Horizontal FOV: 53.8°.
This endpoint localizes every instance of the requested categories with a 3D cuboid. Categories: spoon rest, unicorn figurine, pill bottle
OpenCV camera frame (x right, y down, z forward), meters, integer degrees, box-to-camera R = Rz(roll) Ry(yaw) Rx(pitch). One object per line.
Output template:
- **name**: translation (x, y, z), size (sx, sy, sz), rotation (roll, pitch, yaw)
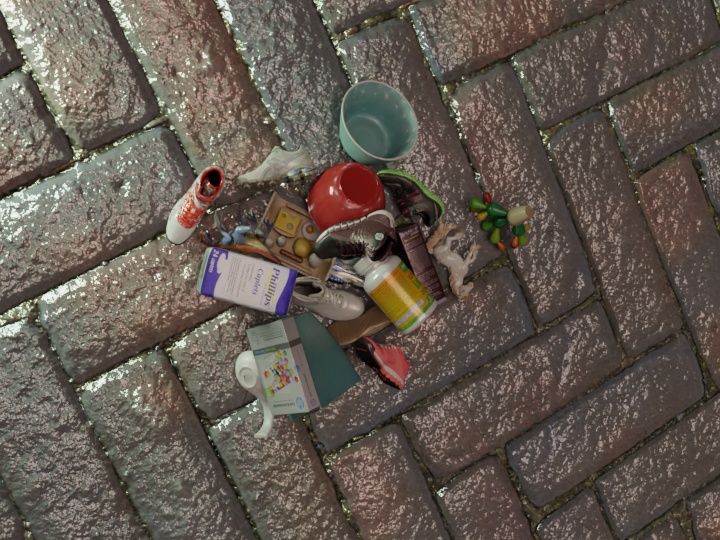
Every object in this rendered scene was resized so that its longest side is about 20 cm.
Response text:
- **spoon rest**: translation (-0.241, 0.285, 1.664), size (0.097, 0.060, 0.206), rotation (-6, 99, 26)
- **unicorn figurine**: translation (0.244, -0.023, 1.794), size (0.199, 0.074, 0.138), rotation (39, 92, 0)
- **pill bottle**: translation (0.076, 0.038, 1.642), size (0.111, 0.111, 0.201), rotation (-42, 93, -10)

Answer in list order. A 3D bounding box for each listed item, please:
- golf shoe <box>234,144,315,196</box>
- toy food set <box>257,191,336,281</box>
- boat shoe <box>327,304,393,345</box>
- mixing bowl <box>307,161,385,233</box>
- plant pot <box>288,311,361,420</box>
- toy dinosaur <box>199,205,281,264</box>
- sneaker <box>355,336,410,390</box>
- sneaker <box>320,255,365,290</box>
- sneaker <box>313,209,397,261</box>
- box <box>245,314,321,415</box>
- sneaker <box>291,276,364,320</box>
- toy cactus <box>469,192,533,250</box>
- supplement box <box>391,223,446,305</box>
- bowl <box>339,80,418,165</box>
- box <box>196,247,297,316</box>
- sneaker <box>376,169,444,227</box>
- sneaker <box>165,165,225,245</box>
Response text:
- **golf shoe**: translation (-0.205, -0.237, 1.658), size (0.195, 0.078, 0.100), rotation (-14, 78, -19)
- **toy food set**: translation (-0.141, -0.080, 1.656), size (0.196, 0.060, 0.146), rotation (25, 74, -8)
- **boat shoe**: translation (0.005, 0.141, 1.728), size (0.196, 0.065, 0.073), rotation (-26, 56, -2)
- **mixing bowl**: translation (-0.019, -0.175, 1.650), size (0.195, 0.109, 0.206), rotation (7, 67, -16)
- **plant pot**: translation (-0.126, 0.211, 1.642), size (0.140, 0.140, 0.203), rotation (-28, 88, -41)
- **toy dinosaur**: translation (-0.284, -0.068, 1.581), size (0.104, 0.180, 0.204), rotation (8, 56, -47)
- **sneaker**: translation (0.058, 0.206, 1.732), size (0.088, 0.073, 0.201), rotation (-56, 132, -20)
- **sneaker**: translation (0.000, 0.000, 1.717), size (0.195, 0.077, 0.088), rotation (16, 84, -17)
- **sneaker**: translation (-0.008, -0.054, 1.571), size (0.196, 0.117, 0.076), rotation (-25, 136, 7)
- **box**: translation (-0.172, 0.212, 1.562), size (0.041, 0.154, 0.205), rotation (-19, 91, -41)
- **sneaker**: translation (-0.079, 0.067, 1.653), size (0.194, 0.116, 0.076), rotation (12, 79, -8)
- **toy cactus**: translation (0.370, -0.132, 1.778), size (0.200, 0.164, 0.103), rotation (44, 61, -18)
- **supplement box**: translation (0.134, -0.011, 1.736), size (0.060, 0.109, 0.204), rotation (-25, 100, -14)
- **bowl**: translation (0.028, -0.330, 1.675), size (0.196, 0.105, 0.206), rotation (9, 67, -21)
- **box**: translation (-0.258, 0.024, 1.585), size (0.195, 0.184, 0.108), rotation (15, 87, -15)
- **sneaker**: translation (0.119, -0.179, 1.741), size (0.198, 0.077, 0.085), rotation (34, 80, -14)
- **sneaker**: translation (-0.370, -0.149, 1.584), size (0.067, 0.108, 0.204), rotation (36, 83, -14)
